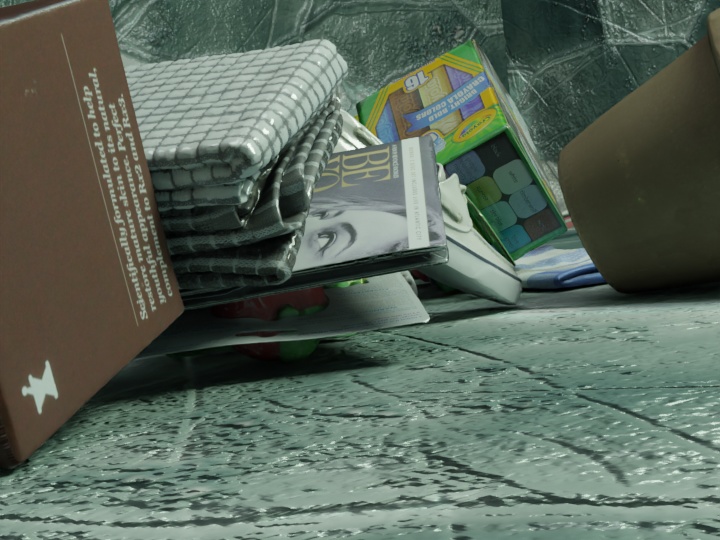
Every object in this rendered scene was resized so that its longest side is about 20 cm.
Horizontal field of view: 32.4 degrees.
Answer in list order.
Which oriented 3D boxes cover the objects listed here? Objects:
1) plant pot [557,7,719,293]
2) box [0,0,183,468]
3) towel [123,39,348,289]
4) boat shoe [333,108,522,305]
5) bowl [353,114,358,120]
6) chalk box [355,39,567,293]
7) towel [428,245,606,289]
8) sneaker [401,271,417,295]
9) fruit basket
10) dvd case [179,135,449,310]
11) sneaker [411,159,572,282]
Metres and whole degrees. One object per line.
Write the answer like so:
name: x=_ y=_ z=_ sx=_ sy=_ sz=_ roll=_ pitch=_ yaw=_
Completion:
plant pot: x=0.236 y=-0.065 z=0.851 sx=0.174 sy=0.201 sz=0.200 roll=-25 pitch=-4 yaw=22
box: x=-0.215 y=-0.018 z=0.552 sx=0.199 sy=0.167 sz=0.164 roll=-5 pitch=18 yaw=19
towel: x=-0.111 y=-0.056 z=0.694 sx=0.199 sy=0.086 sz=0.166 roll=-5 pitch=28 yaw=17
boat shoe: x=0.042 y=-0.042 z=0.850 sx=0.199 sy=0.066 sz=0.072 roll=30 pitch=-9 yaw=-23
bowl: x=0.036 y=-0.057 z=1.296 sx=0.108 sy=0.200 sz=0.200 roll=-52 pitch=21 yaw=-17
chalk box: x=0.086 y=-0.076 z=1.040 sx=0.123 sy=0.125 sz=0.200 roll=-27 pitch=35 yaw=14
towel: x=0.166 y=-0.004 z=1.076 sx=0.146 sy=0.024 sz=0.200 roll=-9 pitch=4 yaw=-27
sneaker: x=-0.065 y=0.008 z=0.898 sx=0.199 sy=0.105 sz=0.075 roll=21 pitch=29 yaw=-12
fruit basket: x=-0.062 y=0.022 z=0.748 sx=0.184 sy=0.094 sz=0.200 roll=-7 pitch=19 yaw=-6
dvd case: x=-0.051 y=-0.027 z=0.717 sx=0.199 sy=0.016 sz=0.149 roll=-10 pitch=28 yaw=5
sneaker: x=0.132 y=-0.043 z=1.193 sx=0.199 sy=0.074 sz=0.087 roll=-17 pitch=-31 yaw=-11
